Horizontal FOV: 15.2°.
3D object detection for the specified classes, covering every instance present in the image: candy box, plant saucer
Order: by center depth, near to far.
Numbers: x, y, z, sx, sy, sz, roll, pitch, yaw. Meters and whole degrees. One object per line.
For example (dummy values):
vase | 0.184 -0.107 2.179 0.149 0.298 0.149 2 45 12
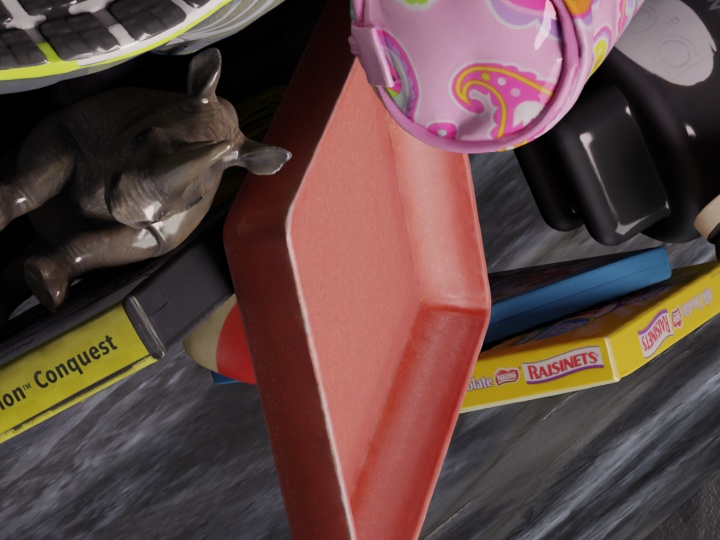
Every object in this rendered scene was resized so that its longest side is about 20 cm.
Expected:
plant saucer | 0.000 0.000 1.005 0.200 0.037 0.201 -68 154 -48
candy box | 0.102 0.031 1.268 0.102 0.027 0.200 -10 -174 24

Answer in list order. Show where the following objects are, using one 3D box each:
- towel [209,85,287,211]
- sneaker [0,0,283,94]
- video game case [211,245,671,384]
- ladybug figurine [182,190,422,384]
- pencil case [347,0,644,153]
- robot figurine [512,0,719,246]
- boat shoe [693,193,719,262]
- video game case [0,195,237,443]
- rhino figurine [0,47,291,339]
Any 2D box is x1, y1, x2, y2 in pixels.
towel | -0.080 -0.008 1.155 0.086 0.018 0.200 -31 164 -26
sneaker | -0.064 -0.092 0.827 0.200 0.074 0.081 -25 164 -38
video game case | 0.035 0.023 1.315 0.143 0.018 0.200 -18 -175 -34
ladybug figurine | -0.016 -0.006 1.174 0.136 0.072 0.200 -46 172 -20
pencil case | 0.060 -0.116 0.918 0.087 0.087 0.200 -48 -174 35
robot figurine | 0.168 -0.090 1.294 0.200 0.150 0.125 -33 152 -19
boat shoe | 0.212 -0.017 1.261 0.074 0.063 0.201 -42 169 19
video game case | -0.118 0.031 0.973 0.180 0.026 0.200 -28 -173 19
rhino figurine | -0.083 -0.029 0.896 0.087 0.060 0.200 -34 -172 -24
